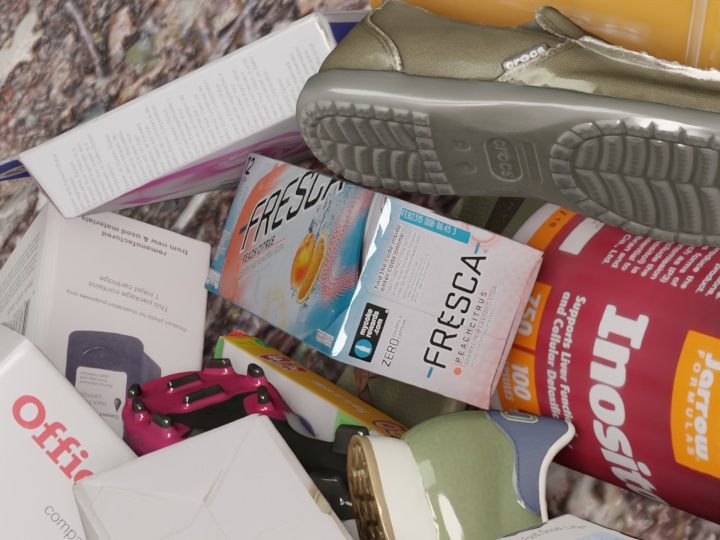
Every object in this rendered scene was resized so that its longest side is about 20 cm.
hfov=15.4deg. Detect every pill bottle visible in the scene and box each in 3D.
[{"bbox_3d":[0.145,0.038,0.972,0.200,0.113,0.113,17,73,50],"label":"pill bottle"}]

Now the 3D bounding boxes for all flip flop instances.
[{"bbox_3d":[0.031,0.011,1.146,0.200,0.057,0.081,-57,38,7],"label":"flip flop"}]

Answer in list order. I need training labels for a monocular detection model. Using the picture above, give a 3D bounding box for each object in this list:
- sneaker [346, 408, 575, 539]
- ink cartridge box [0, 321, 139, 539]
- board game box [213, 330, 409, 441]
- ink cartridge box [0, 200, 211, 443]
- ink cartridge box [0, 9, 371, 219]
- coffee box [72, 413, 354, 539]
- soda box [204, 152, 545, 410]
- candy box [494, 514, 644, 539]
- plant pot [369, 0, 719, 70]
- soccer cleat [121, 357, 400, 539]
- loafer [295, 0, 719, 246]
[{"bbox_3d":[0.063,0.145,0.966,0.090,0.201,0.067,-15,1,-12],"label":"sneaker"},{"bbox_3d":[-0.160,0.136,1.028,0.200,0.145,0.083,-44,17,-11],"label":"ink cartridge box"},{"bbox_3d":[-0.018,0.099,1.123,0.200,0.030,0.096,29,107,51],"label":"board game box"},{"bbox_3d":[-0.138,0.093,1.200,0.145,0.084,0.201,-49,30,47],"label":"ink cartridge box"},{"bbox_3d":[-0.056,-0.063,1.195,0.199,0.196,0.043,-24,87,24],"label":"ink cartridge box"},{"bbox_3d":[-0.033,0.170,0.970,0.079,0.201,0.114,-20,37,-14],"label":"coffee box"},{"bbox_3d":[0.000,0.000,1.039,0.064,0.068,0.200,-71,18,1],"label":"soda box"},{"bbox_3d":[0.117,0.185,0.810,0.199,0.071,0.168,18,104,29],"label":"candy box"},{"bbox_3d":[0.103,-0.144,1.033,0.182,0.200,0.201,10,61,7],"label":"plant pot"},{"bbox_3d":[-0.037,0.096,1.074,0.070,0.087,0.200,-19,21,-26],"label":"soccer cleat"},{"bbox_3d":[0.079,-0.062,0.941,0.199,0.075,0.070,10,59,11],"label":"loafer"}]
